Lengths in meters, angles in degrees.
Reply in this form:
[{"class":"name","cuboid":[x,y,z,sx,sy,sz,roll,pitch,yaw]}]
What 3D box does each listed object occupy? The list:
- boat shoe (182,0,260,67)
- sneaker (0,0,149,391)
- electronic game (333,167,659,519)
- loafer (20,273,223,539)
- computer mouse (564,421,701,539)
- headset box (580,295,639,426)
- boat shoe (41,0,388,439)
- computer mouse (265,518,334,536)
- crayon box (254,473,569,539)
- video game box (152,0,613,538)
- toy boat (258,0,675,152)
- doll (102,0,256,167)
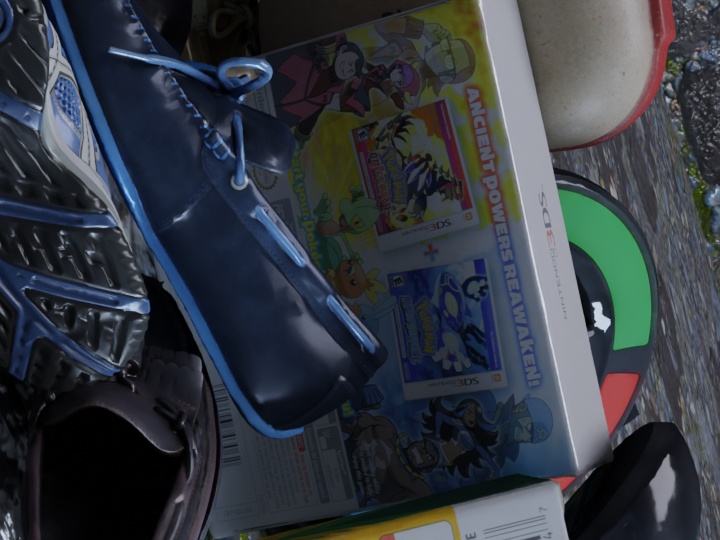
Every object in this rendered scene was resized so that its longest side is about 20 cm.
[{"class":"boat shoe","cuboid":[-0.074,-0.153,1.081,0.073,0.062,0.201,-14,92,-77]},{"class":"sneaker","cuboid":[-0.133,-0.057,0.791,0.077,0.075,0.201,-126,-162,-69]},{"class":"electronic game","cuboid":[0.058,0.045,1.100,0.042,0.200,0.201,38,-22,49]},{"class":"loafer","cuboid":[-0.084,0.074,0.810,0.063,0.071,0.201,99,-4,-51]},{"class":"computer mouse","cuboid":[0.083,0.145,0.984,0.053,0.200,0.139,39,28,-1]},{"class":"headset box","cuboid":[0.039,-0.012,1.203,0.174,0.093,0.201,47,-14,50]},{"class":"boat shoe","cuboid":[-0.054,-0.038,0.865,0.201,0.068,0.084,64,-3,-23]},{"class":"computer mouse","cuboid":[-0.008,0.149,1.148,0.059,0.034,0.201,-87,160,-49]},{"class":"crayon box","cuboid":[-0.014,0.159,0.858,0.052,0.199,0.126,171,-93,-77]},{"class":"video game box","cuboid":[0.000,0.000,0.993,0.047,0.181,0.201,-9,87,-58]},{"class":"toy boat","cuboid":[0.056,-0.115,1.051,0.131,0.199,0.131,-11,94,-59]},{"class":"doll","cuboid":[-0.096,-0.113,0.952,0.136,0.048,0.201,39,40,-26]}]
